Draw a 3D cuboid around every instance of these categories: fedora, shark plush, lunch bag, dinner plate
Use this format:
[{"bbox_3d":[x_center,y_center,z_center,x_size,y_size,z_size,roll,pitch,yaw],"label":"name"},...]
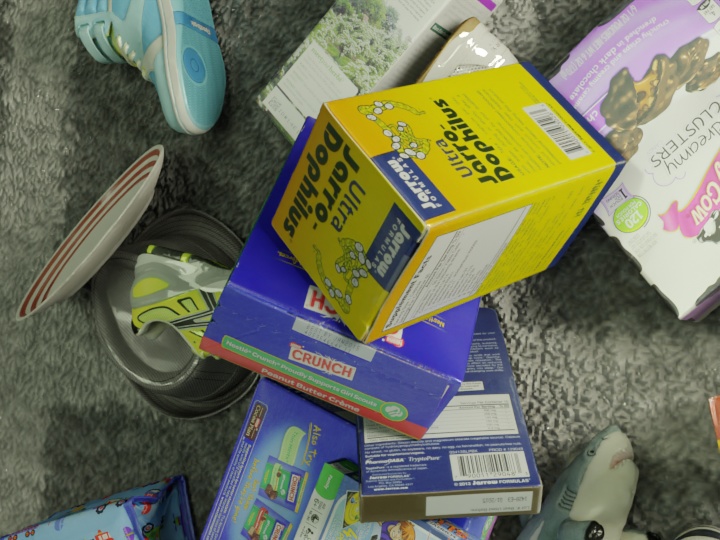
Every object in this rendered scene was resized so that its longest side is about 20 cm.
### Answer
[{"bbox_3d":[-0.175,0.037,0.941,0.177,0.090,0.201,-44,68,17],"label":"fedora"},{"bbox_3d":[0.139,0.203,0.803,0.200,0.090,0.084,-52,44,36],"label":"shark plush"},{"bbox_3d":[-0.211,0.306,0.948,0.149,0.094,0.202,-19,86,22],"label":"lunch bag"},{"bbox_3d":[-0.236,-0.030,0.951,0.024,0.201,0.200,42,109,-18],"label":"dinner plate"}]

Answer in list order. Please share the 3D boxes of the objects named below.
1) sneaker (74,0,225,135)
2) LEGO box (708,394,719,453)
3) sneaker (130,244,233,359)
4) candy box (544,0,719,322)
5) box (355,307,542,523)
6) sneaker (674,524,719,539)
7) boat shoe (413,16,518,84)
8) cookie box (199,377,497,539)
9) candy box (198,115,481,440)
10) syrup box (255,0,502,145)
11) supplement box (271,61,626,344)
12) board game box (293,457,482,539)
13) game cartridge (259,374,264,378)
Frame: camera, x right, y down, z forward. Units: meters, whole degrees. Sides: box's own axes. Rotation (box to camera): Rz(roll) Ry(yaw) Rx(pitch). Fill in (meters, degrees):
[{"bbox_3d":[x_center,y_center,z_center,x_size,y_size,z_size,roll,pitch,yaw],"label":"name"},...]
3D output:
[{"bbox_3d":[-0.200,-0.200,0.984,0.130,0.079,0.202,-19,68,23],"label":"sneaker"},{"bbox_3d":[0.329,0.094,0.644,0.198,0.149,0.078,-15,79,25],"label":"LEGO box"},{"bbox_3d":[-0.093,0.037,0.839,0.198,0.075,0.077,13,87,24],"label":"sneaker"},{"bbox_3d":[0.233,-0.092,0.752,0.168,0.071,0.201,-43,68,18],"label":"candy box"},{"bbox_3d":[0.055,0.098,0.773,0.120,0.201,0.033,-3,125,-1],"label":"box"},{"bbox_3d":[0.275,0.261,0.699,0.200,0.079,0.079,46,105,21],"label":"sneaker"},{"bbox_3d":[0.050,-0.103,0.850,0.069,0.071,0.200,38,117,-2],"label":"boat shoe"},{"bbox_3d":[-0.012,0.200,0.814,0.199,0.075,0.173,25,97,27],"label":"cookie box"},{"bbox_3d":[0.000,0.000,0.764,0.168,0.201,0.077,24,131,-3],"label":"candy box"},{"bbox_3d":[0.015,-0.180,0.867,0.200,0.081,0.079,-47,69,16],"label":"syrup box"},{"bbox_3d":[0.060,-0.052,0.706,0.110,0.199,0.109,50,136,23],"label":"supplement box"},{"bbox_3d":[-0.001,0.254,0.744,0.135,0.034,0.202,25,98,25],"label":"board game box"},{"bbox_3d":[0.014,0.123,0.869,0.133,0.040,0.201,-44,69,21],"label":"game cartridge"}]
